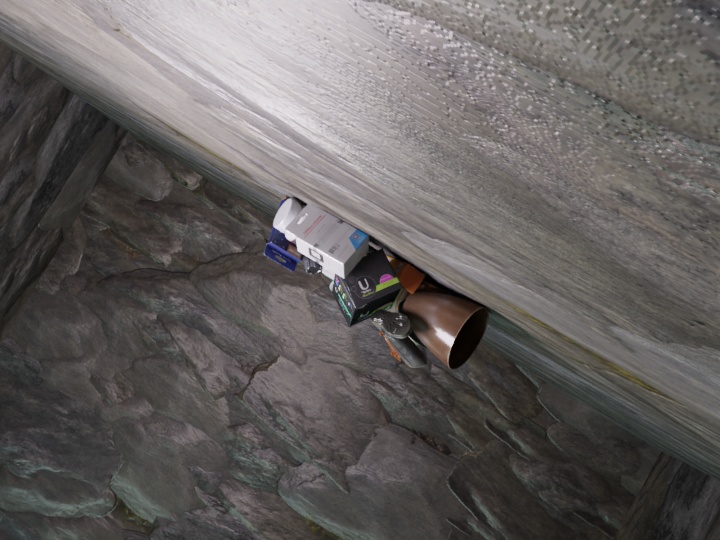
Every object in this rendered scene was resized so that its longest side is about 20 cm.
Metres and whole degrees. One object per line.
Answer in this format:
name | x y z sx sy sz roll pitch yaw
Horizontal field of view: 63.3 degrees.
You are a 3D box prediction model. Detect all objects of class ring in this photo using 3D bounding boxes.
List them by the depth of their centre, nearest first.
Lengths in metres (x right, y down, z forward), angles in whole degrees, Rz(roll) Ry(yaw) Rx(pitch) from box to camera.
ring | 0.078 0.202 1.873 0.202 0.019 0.201 62 173 13

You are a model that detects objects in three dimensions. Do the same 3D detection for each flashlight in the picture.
flashlight | -0.170 -0.088 1.847 0.067 0.202 0.068 -9 153 -10

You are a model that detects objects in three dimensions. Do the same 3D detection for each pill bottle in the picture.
pill bottle | -0.150 -0.118 1.723 0.199 0.115 0.114 32 177 -26

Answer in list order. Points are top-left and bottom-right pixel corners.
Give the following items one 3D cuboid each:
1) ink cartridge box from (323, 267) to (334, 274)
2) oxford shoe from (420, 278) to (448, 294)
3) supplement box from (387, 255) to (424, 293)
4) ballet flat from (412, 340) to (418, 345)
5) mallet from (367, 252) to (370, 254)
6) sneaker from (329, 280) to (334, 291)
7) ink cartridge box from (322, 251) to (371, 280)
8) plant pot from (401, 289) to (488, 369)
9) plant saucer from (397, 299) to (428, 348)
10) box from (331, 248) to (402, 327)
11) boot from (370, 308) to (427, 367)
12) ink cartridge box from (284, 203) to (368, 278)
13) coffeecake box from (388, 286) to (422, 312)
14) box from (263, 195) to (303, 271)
ink cartridge box | 0.000 0.000 1.814 0.199 0.068 0.116 27 160 -37
oxford shoe | 0.212 0.074 1.730 0.071 0.072 0.200 31 176 26
supplement box | 0.106 0.006 1.691 0.066 0.069 0.200 34 179 -22
ballet flat | 0.139 0.211 1.815 0.067 0.063 0.200 33 176 -15
mallet | 0.018 -0.062 1.835 0.198 0.067 0.041 16 178 -2
sneaker | -0.024 0.100 1.787 0.198 0.141 0.078 1 158 36
ink cartridge box | -0.023 -0.011 1.959 0.084 0.147 0.200 30 177 37
plant pot | 0.217 0.139 1.605 0.199 0.188 0.187 30 178 32
plant saucer | 0.188 0.167 1.729 0.199 0.036 0.201 26 -151 -15
box | 0.013 0.052 1.627 0.125 0.147 0.200 62 165 16
boot | 0.125 0.203 1.619 0.201 0.072 0.182 58 166 -26
ink cartridge box | -0.089 -0.081 1.547 0.199 0.116 0.067 30 151 20
coffeecake box | 0.155 0.095 1.837 0.199 0.154 0.073 32 177 -40
box | -0.212 -0.111 1.769 0.121 0.202 0.032 32 150 -33
